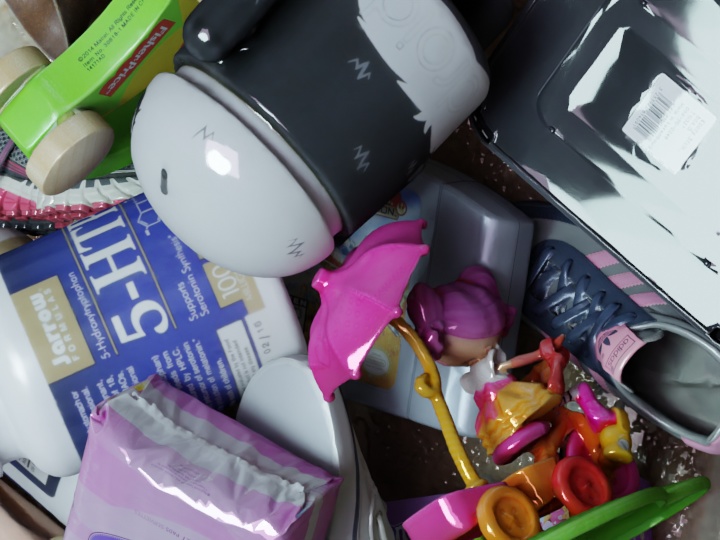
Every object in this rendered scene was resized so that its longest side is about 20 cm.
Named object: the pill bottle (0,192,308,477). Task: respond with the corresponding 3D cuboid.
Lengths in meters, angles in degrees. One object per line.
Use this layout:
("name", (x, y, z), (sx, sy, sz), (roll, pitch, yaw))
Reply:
("pill bottle", (-0.138, 0.036, 1.447), (0.199, 0.120, 0.120), (-24, 83, -6))

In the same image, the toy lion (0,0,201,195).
("toy lion", (-0.084, -0.125, 1.455), (0.200, 0.192, 0.069), (-47, 74, 12))

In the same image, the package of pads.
("package of pads", (-0.093, 0.162, 1.403), (0.120, 0.076, 0.201), (29, 123, 19))

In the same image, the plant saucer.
("plant saucer", (-0.195, -0.207, 1.528), (0.034, 0.200, 0.201), (-29, 80, -12))

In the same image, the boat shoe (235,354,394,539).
("boat shoe", (-0.013, 0.137, 1.436), (0.072, 0.066, 0.201), (-5, 99, 37))

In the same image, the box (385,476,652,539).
("box", (0.058, 0.186, 1.482), (0.199, 0.039, 0.138), (-11, 70, 26))

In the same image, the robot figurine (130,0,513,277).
("robot figurine", (-0.020, -0.089, 1.357), (0.200, 0.125, 0.150), (-46, 102, -12))

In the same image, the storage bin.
("storage bin", (0.170, -0.070, 1.397), (0.200, 0.094, 0.136), (42, 111, 16))

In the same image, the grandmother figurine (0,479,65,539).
("grandmother figurine", (-0.232, 0.121, 1.616), (0.200, 0.060, 0.122), (43, 144, 28))

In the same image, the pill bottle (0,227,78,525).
("pill bottle", (-0.154, 0.076, 1.557), (0.200, 0.111, 0.111), (38, 110, 18))

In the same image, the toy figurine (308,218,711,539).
("toy figurine", (0.057, 0.060, 1.369), (0.150, 0.199, 0.185), (-40, 73, 45))

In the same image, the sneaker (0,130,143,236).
("sneaker", (-0.156, -0.060, 1.553), (0.199, 0.080, 0.075), (5, 81, 34))

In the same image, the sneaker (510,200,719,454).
("sneaker", (0.131, 0.025, 1.430), (0.199, 0.082, 0.070), (31, 106, 22))

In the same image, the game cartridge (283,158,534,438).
("game cartridge", (0.000, 0.000, 1.491), (0.199, 0.041, 0.134), (16, 106, 39))
